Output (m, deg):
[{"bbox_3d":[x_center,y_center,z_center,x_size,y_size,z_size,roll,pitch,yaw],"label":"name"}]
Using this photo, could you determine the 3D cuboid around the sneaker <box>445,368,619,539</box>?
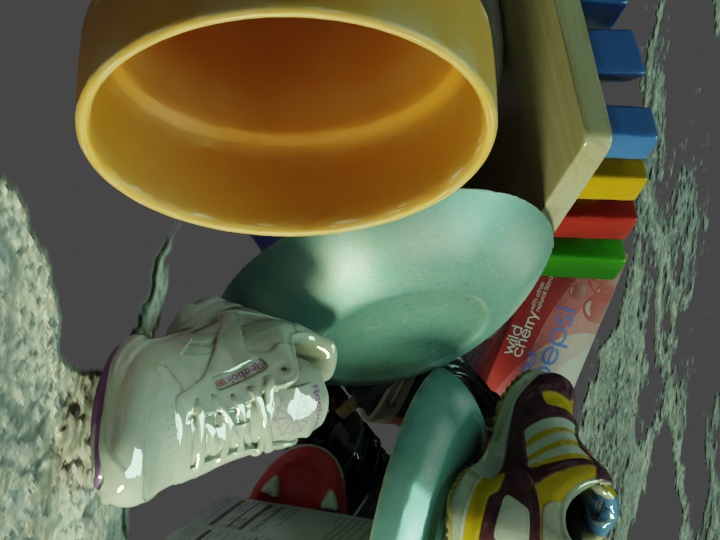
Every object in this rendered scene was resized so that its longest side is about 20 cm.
[{"bbox_3d":[0.113,0.127,1.577,0.200,0.090,0.075,-55,152,-56],"label":"sneaker"}]

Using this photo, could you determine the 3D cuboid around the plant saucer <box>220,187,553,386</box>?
[{"bbox_3d":[0.018,0.022,1.519,0.201,0.200,0.039,63,10,-63],"label":"plant saucer"}]

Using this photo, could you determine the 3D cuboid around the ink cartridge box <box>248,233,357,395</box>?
[{"bbox_3d":[0.000,0.000,1.621,0.094,0.044,0.200,-34,153,-4],"label":"ink cartridge box"}]

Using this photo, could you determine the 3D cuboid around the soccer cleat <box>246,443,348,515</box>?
[{"bbox_3d":[-0.044,0.196,1.627,0.085,0.068,0.201,-53,151,-75],"label":"soccer cleat"}]

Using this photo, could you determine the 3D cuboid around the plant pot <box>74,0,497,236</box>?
[{"bbox_3d":[-0.036,-0.145,1.303,0.200,0.199,0.184,68,18,-59],"label":"plant pot"}]

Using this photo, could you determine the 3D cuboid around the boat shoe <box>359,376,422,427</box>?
[{"bbox_3d":[0.037,0.007,1.806,0.062,0.071,0.201,3,96,-34],"label":"boat shoe"}]

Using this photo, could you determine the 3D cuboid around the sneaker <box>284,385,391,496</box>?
[{"bbox_3d":[0.010,0.134,1.724,0.200,0.087,0.076,74,30,-54],"label":"sneaker"}]

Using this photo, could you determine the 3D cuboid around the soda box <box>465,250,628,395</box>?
[{"bbox_3d":[0.102,0.060,1.764,0.201,0.063,0.070,-68,-158,12],"label":"soda box"}]

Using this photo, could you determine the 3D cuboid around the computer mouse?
[{"bbox_3d":[0.016,0.137,1.655,0.141,0.200,0.046,49,5,-37],"label":"computer mouse"}]

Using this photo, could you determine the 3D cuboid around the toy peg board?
[{"bbox_3d":[0.121,-0.103,1.599,0.199,0.097,0.201,121,-35,-53],"label":"toy peg board"}]

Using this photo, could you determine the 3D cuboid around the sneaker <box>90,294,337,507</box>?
[{"bbox_3d":[-0.075,0.065,1.393,0.200,0.099,0.075,-47,144,-60],"label":"sneaker"}]

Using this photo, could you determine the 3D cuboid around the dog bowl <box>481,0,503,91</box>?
[{"bbox_3d":[0.014,-0.160,1.511,0.200,0.058,0.201,38,43,-47],"label":"dog bowl"}]

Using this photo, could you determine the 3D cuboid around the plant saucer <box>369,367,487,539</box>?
[{"bbox_3d":[0.041,0.157,1.555,0.200,0.027,0.202,10,90,-74],"label":"plant saucer"}]

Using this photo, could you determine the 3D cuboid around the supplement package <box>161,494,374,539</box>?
[{"bbox_3d":[-0.065,0.231,1.482,0.200,0.110,0.157,-29,125,-69],"label":"supplement package"}]
